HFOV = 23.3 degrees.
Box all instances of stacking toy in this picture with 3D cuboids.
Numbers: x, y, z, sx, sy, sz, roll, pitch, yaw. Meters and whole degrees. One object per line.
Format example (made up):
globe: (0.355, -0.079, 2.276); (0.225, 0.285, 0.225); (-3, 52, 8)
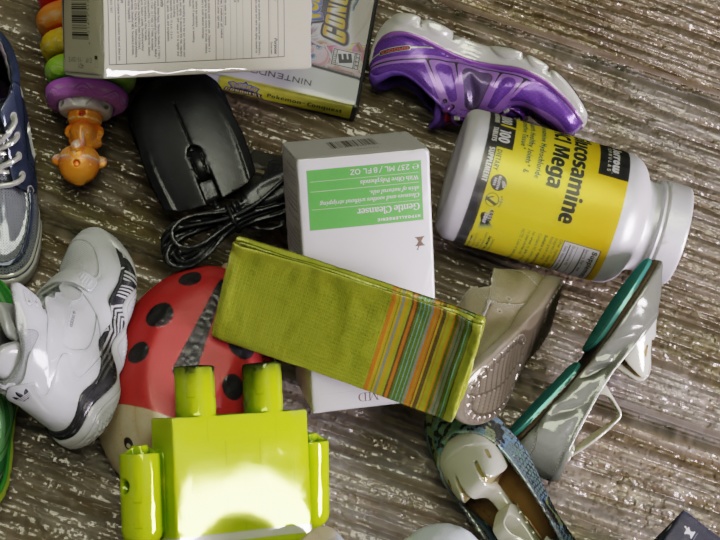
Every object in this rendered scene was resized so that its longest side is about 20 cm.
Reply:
stacking toy: (-0.225, -0.165, 1.457); (0.115, 0.110, 0.201); (4, 74, -4)

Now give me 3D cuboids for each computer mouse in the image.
computer mouse: (-0.132, -0.104, 1.428); (0.138, 0.053, 0.200); (-27, 52, -6)

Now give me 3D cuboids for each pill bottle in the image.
pill bottle: (0.171, -0.056, 1.460); (0.199, 0.113, 0.113); (15, 62, -3)

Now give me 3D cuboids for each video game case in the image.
video game case: (-0.075, -0.241, 1.555); (0.179, 0.026, 0.201); (12, 63, -4)

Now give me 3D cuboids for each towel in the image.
towel: (-0.011, 0.044, 1.302); (0.199, 0.087, 0.018); (18, 18, 8)

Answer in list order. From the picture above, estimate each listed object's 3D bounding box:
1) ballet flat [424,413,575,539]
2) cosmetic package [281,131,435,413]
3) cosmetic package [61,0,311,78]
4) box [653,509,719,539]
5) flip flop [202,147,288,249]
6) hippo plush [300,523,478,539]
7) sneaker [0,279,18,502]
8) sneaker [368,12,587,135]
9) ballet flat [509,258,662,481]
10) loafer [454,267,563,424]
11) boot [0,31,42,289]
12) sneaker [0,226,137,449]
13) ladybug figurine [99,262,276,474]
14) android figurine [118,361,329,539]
ballet flat: (0.110, 0.181, 1.349); (0.074, 0.074, 0.200); (-31, 72, -23)
cosmetic package: (0.000, 0.000, 1.357); (0.107, 0.085, 0.201); (-7, 104, -9)
cosmetic package: (-0.139, -0.211, 1.417); (0.199, 0.071, 0.106); (-6, 101, -36)
box: (0.249, 0.319, 1.293); (0.182, 0.104, 0.200); (37, 63, 8)
flip flop: (-0.064, -0.051, 1.450); (0.199, 0.058, 0.081); (15, 53, 15)
hippo plush: (0.018, 0.258, 1.222); (0.159, 0.161, 0.201); (18, 54, -36)
sneaker: (-0.291, 0.084, 1.318); (0.074, 0.084, 0.201); (-4, 64, -2)
sneaker: (0.101, -0.153, 1.530); (0.199, 0.081, 0.084); (20, 78, 8)
ballet flat: (0.196, 0.083, 1.406); (0.064, 0.067, 0.200); (39, 83, -1)
loafer: (0.100, 0.057, 1.396); (0.068, 0.076, 0.200); (19, 29, 18)
boot: (-0.297, -0.090, 1.402); (0.072, 0.090, 0.201); (-8, 65, -14)
sneaker: (-0.235, 0.029, 1.324); (0.115, 0.075, 0.201); (37, 37, -37)
ladybug figurine: (-0.133, 0.075, 1.361); (0.135, 0.072, 0.201); (17, 62, -1)
android figurine: (-0.096, 0.169, 1.298); (0.181, 0.041, 0.202); (-2, 89, -38)
